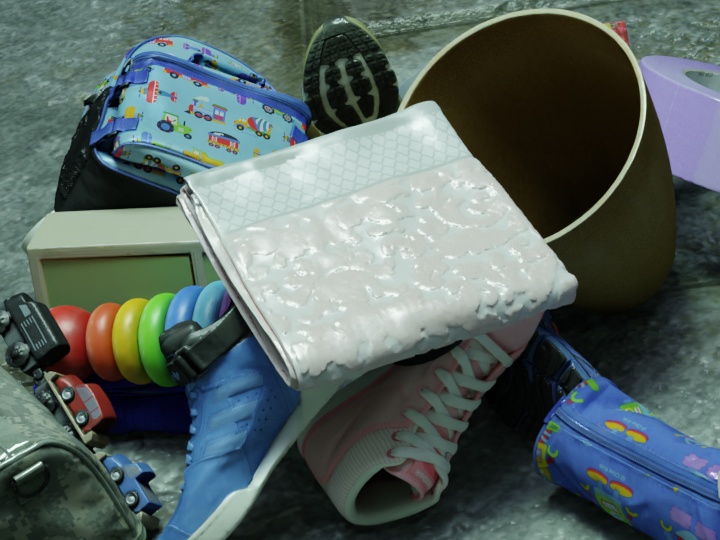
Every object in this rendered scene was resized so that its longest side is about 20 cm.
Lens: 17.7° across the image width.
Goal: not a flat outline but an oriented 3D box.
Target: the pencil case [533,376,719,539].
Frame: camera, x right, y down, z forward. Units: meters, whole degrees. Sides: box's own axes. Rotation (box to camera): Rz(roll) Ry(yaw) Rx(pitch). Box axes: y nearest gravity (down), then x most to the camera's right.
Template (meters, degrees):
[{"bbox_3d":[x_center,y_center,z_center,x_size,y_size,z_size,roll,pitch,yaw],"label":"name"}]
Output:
[{"bbox_3d":[0.194,0.132,1.425,0.200,0.087,0.078,28,76,46],"label":"pencil case"}]

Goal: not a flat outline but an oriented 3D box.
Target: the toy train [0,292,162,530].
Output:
[{"bbox_3d":[-0.187,0.096,1.545,0.046,0.034,0.200,-36,69,7],"label":"toy train"}]

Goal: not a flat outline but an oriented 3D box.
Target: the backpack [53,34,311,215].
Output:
[{"bbox_3d":[-0.125,-0.099,1.755,0.182,0.135,0.200,23,42,-11],"label":"backpack"}]

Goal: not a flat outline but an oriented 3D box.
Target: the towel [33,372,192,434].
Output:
[{"bbox_3d":[-0.126,0.061,1.661,0.199,0.050,0.148,-1,33,13],"label":"towel"}]

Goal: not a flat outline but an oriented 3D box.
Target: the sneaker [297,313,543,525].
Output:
[{"bbox_3d":[0.052,0.089,1.495,0.200,0.075,0.105,-40,36,11],"label":"sneaker"}]

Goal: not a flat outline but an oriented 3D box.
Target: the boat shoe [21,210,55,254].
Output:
[{"bbox_3d":[-0.173,-0.032,1.815,0.201,0.072,0.060,-24,69,-44],"label":"boat shoe"}]

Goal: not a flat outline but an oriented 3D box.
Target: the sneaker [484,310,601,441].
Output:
[{"bbox_3d":[0.114,0.052,1.592,0.078,0.076,0.200,-5,33,-37],"label":"sneaker"}]

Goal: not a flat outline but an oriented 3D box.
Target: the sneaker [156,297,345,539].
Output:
[{"bbox_3d":[-0.097,0.091,1.472,0.200,0.111,0.077,-53,5,2],"label":"sneaker"}]

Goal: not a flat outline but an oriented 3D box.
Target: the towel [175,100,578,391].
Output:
[{"bbox_3d":[0.008,-0.020,1.462,0.200,0.032,0.191,-18,50,-21],"label":"towel"}]

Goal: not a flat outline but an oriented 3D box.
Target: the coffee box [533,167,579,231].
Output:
[{"bbox_3d":[0.060,-0.051,1.764,0.199,0.080,0.114,-10,31,-1],"label":"coffee box"}]

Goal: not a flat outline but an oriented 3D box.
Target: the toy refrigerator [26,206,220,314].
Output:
[{"bbox_3d":[-0.131,0.002,1.651,0.199,0.076,0.070,-2,25,9],"label":"toy refrigerator"}]

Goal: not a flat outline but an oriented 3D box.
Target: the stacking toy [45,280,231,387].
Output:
[{"bbox_3d":[-0.137,0.045,1.578,0.199,0.086,0.085,-2,31,20],"label":"stacking toy"}]

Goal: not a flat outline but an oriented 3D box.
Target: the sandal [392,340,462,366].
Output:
[{"bbox_3d":[0.000,0.000,1.513,0.075,0.045,0.200,-50,46,-5],"label":"sandal"}]

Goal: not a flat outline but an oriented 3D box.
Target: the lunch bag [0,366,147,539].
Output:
[{"bbox_3d":[-0.234,0.140,1.445,0.139,0.168,0.200,-25,34,-25],"label":"lunch bag"}]

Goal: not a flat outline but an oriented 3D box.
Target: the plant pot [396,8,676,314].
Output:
[{"bbox_3d":[0.145,-0.051,1.610,0.186,0.200,0.187,-14,58,23],"label":"plant pot"}]

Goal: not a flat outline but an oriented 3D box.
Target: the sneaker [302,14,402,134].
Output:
[{"bbox_3d":[-0.005,-0.144,1.809,0.077,0.200,0.089,-16,55,4],"label":"sneaker"}]

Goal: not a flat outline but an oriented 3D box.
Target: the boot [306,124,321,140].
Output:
[{"bbox_3d":[-0.128,-0.129,1.956,0.199,0.072,0.155,-6,29,6],"label":"boot"}]

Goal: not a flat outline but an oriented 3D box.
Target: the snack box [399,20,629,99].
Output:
[{"bbox_3d":[0.117,-0.146,1.824,0.142,0.053,0.200,-10,-4,-13],"label":"snack box"}]

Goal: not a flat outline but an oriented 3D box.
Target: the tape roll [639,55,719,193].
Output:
[{"bbox_3d":[0.295,-0.099,1.711,0.200,0.066,0.200,16,15,-4],"label":"tape roll"}]
